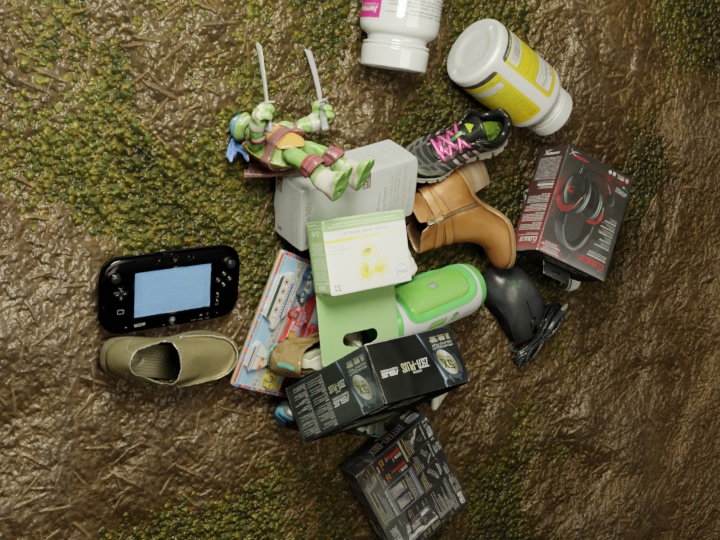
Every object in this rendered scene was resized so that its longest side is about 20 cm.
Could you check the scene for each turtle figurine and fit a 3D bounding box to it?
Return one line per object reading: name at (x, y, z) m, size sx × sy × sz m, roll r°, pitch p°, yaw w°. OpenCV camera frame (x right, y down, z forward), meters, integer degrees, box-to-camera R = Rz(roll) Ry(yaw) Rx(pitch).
turtle figurine at (-0.073, -0.191, 1.401) m, size 0.200 × 0.194 × 0.144 m, roll -54°, pitch 165°, yaw -4°

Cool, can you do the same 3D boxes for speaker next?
speaker at (0.100, 0.051, 1.647) m, size 0.200 × 0.088 × 0.089 m, roll -20°, pitch 113°, yaw -37°

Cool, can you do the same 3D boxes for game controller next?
game controller at (-0.252, 0.023, 1.427) m, size 0.200 × 0.042 × 0.105 m, roll -8°, pitch 106°, yaw -33°

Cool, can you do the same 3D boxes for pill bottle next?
pill bottle at (0.060, -0.383, 1.505) m, size 0.113 × 0.113 × 0.200 m, roll 2°, pitch 100°, yaw -36°
pill bottle at (0.235, -0.289, 1.654) m, size 0.200 × 0.111 × 0.111 m, roll 30°, pitch 83°, yaw -36°

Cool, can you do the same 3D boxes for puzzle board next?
puzzle board at (-0.099, 0.082, 1.540) m, size 0.151 × 0.017 × 0.200 m, roll 22°, pitch 88°, yaw -53°

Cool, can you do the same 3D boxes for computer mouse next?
computer mouse at (0.276, 0.061, 1.805) m, size 0.139 × 0.053 × 0.200 m, roll -49°, pitch 124°, yaw -15°

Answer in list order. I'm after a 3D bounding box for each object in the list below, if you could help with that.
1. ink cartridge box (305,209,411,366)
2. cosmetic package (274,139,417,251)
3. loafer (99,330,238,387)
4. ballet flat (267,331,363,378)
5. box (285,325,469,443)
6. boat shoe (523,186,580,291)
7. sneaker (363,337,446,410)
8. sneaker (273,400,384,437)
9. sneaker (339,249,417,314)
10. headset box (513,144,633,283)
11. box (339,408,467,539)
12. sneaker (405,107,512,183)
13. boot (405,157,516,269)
ink cartridge box at (0.004, 0.023, 1.492) m, size 0.145 × 0.048 × 0.200 m, roll -10°, pitch 95°, yaw -37°
cosmetic package at (-0.020, -0.109, 1.526) m, size 0.200 × 0.074 × 0.102 m, roll -22°, pitch 132°, yaw -31°
loafer at (-0.246, 0.123, 1.438) m, size 0.200 × 0.067 × 0.076 m, roll -2°, pitch 103°, yaw -35°
ballet flat at (-0.043, 0.115, 1.551) m, size 0.200 × 0.072 × 0.068 m, roll -13°, pitch 114°, yaw -48°
box at (0.022, 0.160, 1.500) m, size 0.164 × 0.200 × 0.086 m, roll -8°, pitch 73°, yaw -42°
boat shoe at (0.313, -0.054, 1.802) m, size 0.071 × 0.072 × 0.200 m, roll -21°, pitch 102°, yaw -21°
sneaker at (0.072, 0.162, 1.677) m, size 0.200 × 0.075 × 0.081 m, roll 27°, pitch 94°, yaw -36°
sneaker at (-0.046, 0.203, 1.610) m, size 0.200 × 0.073 × 0.082 m, roll 12°, pitch 78°, yaw -42°
sneaker at (0.000, 0.000, 1.579) m, size 0.200 × 0.075 × 0.089 m, roll -34°, pitch 109°, yaw -45°
headset box at (0.338, -0.080, 1.730) m, size 0.148 × 0.075 × 0.200 m, roll 24°, pitch 80°, yaw -26°
box at (0.073, 0.344, 1.731) m, size 0.158 × 0.050 × 0.200 m, roll -38°, pitch 120°, yaw -22°
sneaker at (0.147, -0.195, 1.610) m, size 0.200 × 0.087 × 0.074 m, roll -21°, pitch 71°, yaw -23°
boot at (0.153, -0.062, 1.671) m, size 0.155 × 0.077 × 0.200 m, roll -33°, pitch 117°, yaw -26°
